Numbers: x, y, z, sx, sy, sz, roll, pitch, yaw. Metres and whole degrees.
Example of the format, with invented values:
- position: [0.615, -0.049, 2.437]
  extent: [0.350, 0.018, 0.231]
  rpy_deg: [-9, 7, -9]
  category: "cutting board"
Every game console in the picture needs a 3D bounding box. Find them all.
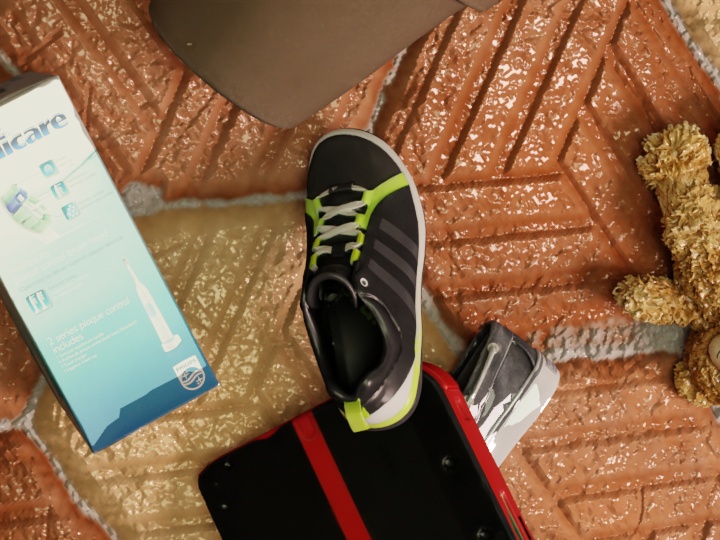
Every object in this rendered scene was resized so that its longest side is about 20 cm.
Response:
- position: [0.012, 0.172, 1.216]
  extent: [0.177, 0.031, 0.200]
  rpy_deg: [-30, 74, 13]
  category: "game console"

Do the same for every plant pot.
- position: [-0.028, -0.182, 1.160]
  extent: [0.200, 0.200, 0.175]
  rpy_deg: [36, 105, -16]
  category: "plant pot"

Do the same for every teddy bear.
- position: [0.243, -0.005, 1.301]
  extent: [0.145, 0.067, 0.200]
  rpy_deg: [7, 94, -13]
  category: "teddy bear"

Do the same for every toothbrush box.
- position: [-0.174, -0.010, 1.146]
  extent: [0.085, 0.146, 0.200]
  rpy_deg: [-28, 104, -11]
  category: "toothbrush box"

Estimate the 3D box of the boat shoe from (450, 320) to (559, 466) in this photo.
- position: [0.044, 0.122, 1.260]
  extent: [0.068, 0.072, 0.200]
  rpy_deg: [39, 86, -15]
  category: "boat shoe"

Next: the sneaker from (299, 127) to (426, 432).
- position: [0.000, 0.000, 1.192]
  extent: [0.072, 0.083, 0.200]
  rpy_deg: [-15, 71, 17]
  category: "sneaker"
